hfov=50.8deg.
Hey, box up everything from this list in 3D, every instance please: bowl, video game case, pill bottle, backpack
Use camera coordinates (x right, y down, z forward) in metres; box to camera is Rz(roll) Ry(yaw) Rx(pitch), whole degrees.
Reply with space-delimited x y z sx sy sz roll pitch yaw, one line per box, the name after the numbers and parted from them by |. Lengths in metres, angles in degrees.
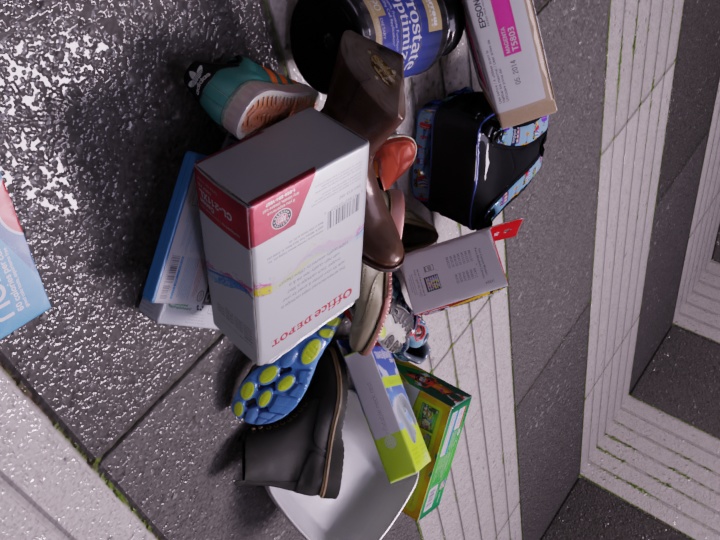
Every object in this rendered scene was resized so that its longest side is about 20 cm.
-0.034 0.298 1.094 0.200 0.074 0.200 49 59 -10 | bowl
-0.122 -0.033 0.776 0.199 0.018 0.145 7 104 -57 | video game case
0.026 -0.262 0.825 0.199 0.111 0.113 -29 134 -44 | pill bottle
0.182 -0.178 1.091 0.199 0.134 0.185 -34 137 -39 | backpack

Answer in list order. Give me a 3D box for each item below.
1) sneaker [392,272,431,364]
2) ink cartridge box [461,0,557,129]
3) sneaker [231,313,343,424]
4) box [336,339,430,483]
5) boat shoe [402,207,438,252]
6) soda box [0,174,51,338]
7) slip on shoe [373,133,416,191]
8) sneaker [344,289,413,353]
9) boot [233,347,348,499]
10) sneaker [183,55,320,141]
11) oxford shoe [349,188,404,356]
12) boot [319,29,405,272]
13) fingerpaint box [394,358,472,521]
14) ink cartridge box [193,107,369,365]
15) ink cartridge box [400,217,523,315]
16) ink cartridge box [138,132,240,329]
0.063 0.069 1.122 0.080 0.095 0.201 -51 146 -21 | sneaker
0.166 -0.298 0.918 0.165 0.074 0.202 -90 161 -59 | ink cartridge box
-0.086 0.104 0.937 0.201 0.070 0.083 -57 -169 0 | sneaker
0.035 0.184 1.059 0.047 0.202 0.122 -23 169 12 | box
0.030 -0.047 1.023 0.200 0.063 0.074 -8 119 -52 | boat shoe
-0.295 -0.044 0.546 0.068 0.064 0.202 -37 140 -36 | soda box
0.014 -0.110 0.961 0.200 0.061 0.075 -40 139 -37 | slip on shoe
-0.002 0.041 1.000 0.077 0.084 0.201 -54 140 -23 | sneaker
-0.091 0.194 1.010 0.078 0.136 0.202 116 -21 -57 | boot
-0.101 -0.172 0.744 0.072 0.080 0.200 -54 172 14 | sneaker
0.000 0.000 0.899 0.073 0.071 0.203 6 96 -15 | oxford shoe
0.014 -0.109 0.737 0.064 0.187 0.200 -33 173 -30 | boot
0.066 0.254 1.186 0.073 0.166 0.203 -12 121 -54 | fingerpaint box
-0.073 -0.030 0.730 0.145 0.082 0.202 -34 144 -34 | ink cartridge box
0.154 0.000 1.071 0.200 0.173 0.085 18 55 -80 | ink cartridge box
-0.127 -0.033 0.823 0.199 0.040 0.202 16 97 -58 | ink cartridge box
